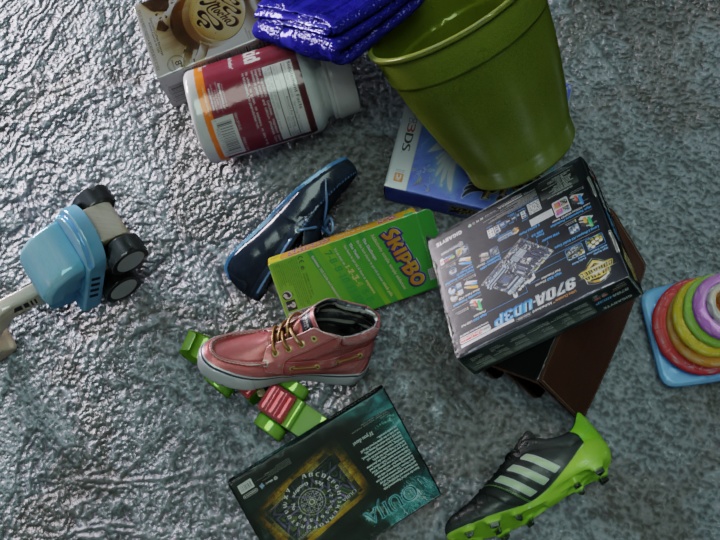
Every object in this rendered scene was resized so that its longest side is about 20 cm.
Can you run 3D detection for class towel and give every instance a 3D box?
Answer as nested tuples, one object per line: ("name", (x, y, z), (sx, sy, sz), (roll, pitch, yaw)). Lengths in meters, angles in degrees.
("towel", (-0.030, -0.302, 1.037), (0.147, 0.050, 0.199), (-42, 38, -13))

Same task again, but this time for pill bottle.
("pill bottle", (-0.105, -0.213, 1.117), (0.196, 0.114, 0.116), (-17, 72, -1))

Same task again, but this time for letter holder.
("letter holder", (0.225, 0.044, 1.030), (0.099, 0.142, 0.203), (16, 75, 42))

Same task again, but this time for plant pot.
("plant pot", (0.137, -0.200, 0.990), (0.199, 0.200, 0.195), (-36, 117, -7))

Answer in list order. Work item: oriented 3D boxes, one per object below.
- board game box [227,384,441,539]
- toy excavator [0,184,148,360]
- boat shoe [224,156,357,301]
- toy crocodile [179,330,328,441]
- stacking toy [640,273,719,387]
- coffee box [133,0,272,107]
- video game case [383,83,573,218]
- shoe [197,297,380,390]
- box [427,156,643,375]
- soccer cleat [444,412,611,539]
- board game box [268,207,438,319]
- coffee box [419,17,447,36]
("board game box", (-0.027, 0.236, 1.000), (0.197, 0.028, 0.137), (-30, 92, -5))
("toy excavator", (-0.365, 0.015, 1.069), (0.198, 0.195, 0.101), (-26, 70, -33))
("boat shoe", (-0.071, -0.047, 1.093), (0.200, 0.084, 0.069), (-45, 81, 8))
("toy crocodile", (-0.118, 0.131, 1.042), (0.199, 0.062, 0.068), (36, 79, 13))
("stacking toy", (0.372, 0.042, 0.955), (0.107, 0.200, 0.119), (-10, 71, 2))
("coffee box", (-0.172, -0.306, 1.168), (0.196, 0.080, 0.115), (-22, 72, -2))
("video game case", (0.143, -0.156, 1.116), (0.196, 0.046, 0.185), (13, 75, 8))
("shoe", (-0.076, 0.075, 1.005), (0.196, 0.092, 0.072), (3, 45, -18))
("box", (0.175, -0.005, 0.966), (0.198, 0.046, 0.161), (-29, 50, 21))
("soccer cleat", (0.174, 0.227, 0.992), (0.197, 0.068, 0.082), (-28, 53, 1))
("board game box", (0.000, 0.000, 1.063), (0.196, 0.030, 0.097), (-18, 111, 1))
("coffee box", (0.124, -0.342, 1.130), (0.197, 0.080, 0.115), (-29, 65, -16))
